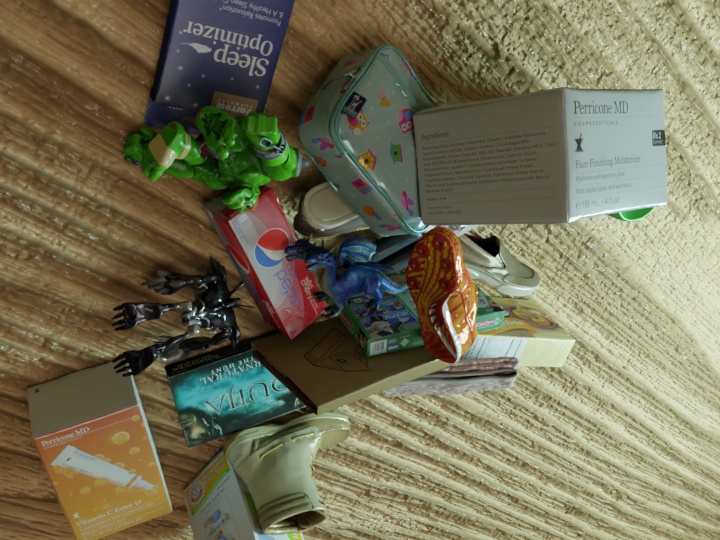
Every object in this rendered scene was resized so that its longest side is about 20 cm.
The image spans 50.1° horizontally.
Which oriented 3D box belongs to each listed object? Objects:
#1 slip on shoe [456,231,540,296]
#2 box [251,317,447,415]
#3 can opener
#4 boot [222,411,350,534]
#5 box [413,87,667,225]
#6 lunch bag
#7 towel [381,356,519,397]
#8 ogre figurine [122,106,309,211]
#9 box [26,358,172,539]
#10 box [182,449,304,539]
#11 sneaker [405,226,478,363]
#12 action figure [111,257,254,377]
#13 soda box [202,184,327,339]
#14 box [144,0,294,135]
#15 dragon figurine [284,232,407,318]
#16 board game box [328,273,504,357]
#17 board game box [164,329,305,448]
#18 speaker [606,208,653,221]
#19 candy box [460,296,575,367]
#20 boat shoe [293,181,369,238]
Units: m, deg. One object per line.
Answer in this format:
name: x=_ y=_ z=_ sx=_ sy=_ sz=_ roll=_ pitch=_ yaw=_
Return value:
slip on shoe: x=0.186 y=-0.018 z=1.097 sx=0.200 sy=0.076 sz=0.061 roll=17 pitch=117 yaw=-27
box: x=-0.014 y=0.107 z=0.984 sx=0.200 sy=0.163 sz=0.021 roll=-14 pitch=120 yaw=-32
can opener: x=0.070 y=-0.042 z=1.028 sx=0.200 sy=0.066 sz=0.053 roll=-31 pitch=114 yaw=4
boot: x=-0.076 y=0.284 z=1.090 sx=0.200 sy=0.155 sz=0.073 roll=-3 pitch=133 yaw=-36
box: x=0.198 y=-0.124 z=0.850 sx=0.199 sy=0.200 sz=0.131 roll=-11 pitch=99 yaw=-40
lunch bag: x=0.031 y=-0.150 z=0.881 sx=0.200 sy=0.077 sz=0.160 roll=49 pitch=62 yaw=-33
towel: x=0.121 y=0.153 z=1.091 sx=0.200 sy=0.032 sz=0.191 roll=-4 pitch=166 yaw=6
ogre figurine: x=-0.141 y=-0.122 z=0.810 sx=0.200 sy=0.098 sz=0.120 roll=-24 pitch=155 yaw=28
box: x=-0.326 y=0.230 z=0.973 sx=0.124 sy=0.097 sz=0.200 roll=-17 pitch=126 yaw=-17
box: x=-0.159 y=0.366 z=1.081 sx=0.101 sy=0.200 sz=0.112 roll=-46 pitch=131 yaw=11
sneaker: x=0.102 y=0.022 z=0.918 sx=0.077 sy=0.073 sz=0.200 roll=-47 pitch=144 yaw=-33
action figure: x=-0.214 y=0.052 z=0.915 sx=0.200 sy=0.102 sz=0.119 roll=-23 pitch=107 yaw=-63
soda box: x=-0.112 y=-0.012 z=0.939 sx=0.070 sy=0.063 sz=0.200 roll=-40 pitch=132 yaw=-20
box: x=-0.146 y=-0.231 z=0.810 sx=0.121 sy=0.032 sz=0.200 roll=5 pitch=119 yaw=-30
dragon figurine: x=0.000 y=0.000 z=0.942 sx=0.200 sy=0.059 sz=0.099 roll=-4 pitch=128 yaw=-30
board game box: x=0.073 y=0.049 z=1.038 sx=0.200 sy=0.135 sz=0.029 roll=-10 pitch=122 yaw=-21
board game box: x=-0.155 y=0.157 z=1.060 sx=0.200 sy=0.028 sz=0.135 roll=-18 pitch=126 yaw=-17
speaker: x=0.291 y=-0.139 z=0.985 sx=0.088 sy=0.200 sz=0.089 roll=-14 pitch=126 yaw=-20
candy box: x=0.204 y=0.088 z=1.144 sx=0.200 sy=0.115 sz=0.055 roll=5 pitch=117 yaw=-30
boat shoe: x=0.008 y=-0.088 z=0.964 sx=0.200 sy=0.072 sz=0.060 roll=-20 pitch=170 yaw=-30
